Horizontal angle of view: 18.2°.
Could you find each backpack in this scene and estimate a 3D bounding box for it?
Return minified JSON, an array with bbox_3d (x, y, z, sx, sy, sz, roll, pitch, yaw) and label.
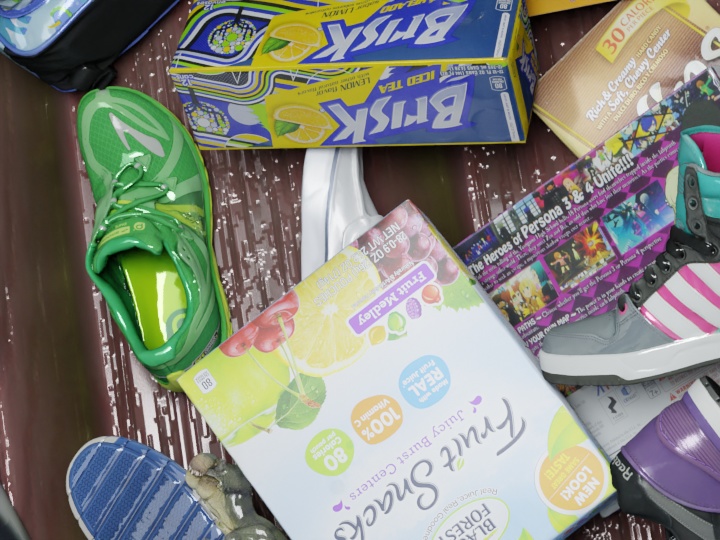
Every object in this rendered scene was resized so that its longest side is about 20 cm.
[{"bbox_3d":[-0.201,-0.240,1.396,0.183,0.147,0.200,-46,67,0],"label":"backpack"}]

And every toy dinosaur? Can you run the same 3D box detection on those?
[{"bbox_3d":[-0.055,0.196,1.253,0.088,0.047,0.200,-37,80,-2],"label":"toy dinosaur"}]

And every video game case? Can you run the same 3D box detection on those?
[{"bbox_3d":[0.170,0.014,1.250,0.200,0.036,0.181,-37,78,32],"label":"video game case"}]

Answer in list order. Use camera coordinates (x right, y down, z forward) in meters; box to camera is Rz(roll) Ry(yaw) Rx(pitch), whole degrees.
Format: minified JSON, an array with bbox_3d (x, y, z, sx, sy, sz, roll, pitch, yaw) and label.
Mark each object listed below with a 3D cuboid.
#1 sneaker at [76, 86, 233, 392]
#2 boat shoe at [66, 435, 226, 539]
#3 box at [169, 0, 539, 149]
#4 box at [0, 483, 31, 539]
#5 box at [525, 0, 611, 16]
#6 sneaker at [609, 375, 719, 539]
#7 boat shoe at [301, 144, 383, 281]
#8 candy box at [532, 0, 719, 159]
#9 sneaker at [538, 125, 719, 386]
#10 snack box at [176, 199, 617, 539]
[{"bbox_3d":[-0.128,-0.026,1.366,0.074,0.084,0.200,-22,74,12],"label":"sneaker"},{"bbox_3d":[-0.087,0.170,1.323,0.200,0.072,0.072,38,93,13],"label":"boat shoe"},{"bbox_3d":[-0.002,-0.115,1.293,0.200,0.070,0.064,-1,48,16],"label":"box"},{"bbox_3d":[-0.269,0.191,1.305,0.123,0.200,0.198,-35,73,8],"label":"box"},{"bbox_3d":[0.087,-0.198,1.332,0.200,0.041,0.119,-8,45,13],"label":"box"},{"bbox_3d":[0.210,0.152,1.210,0.088,0.076,0.200,-39,107,8],"label":"sneaker"},{"bbox_3d":[0.000,0.000,1.339,0.065,0.074,0.200,-1,87,7],"label":"boat shoe"},{"bbox_3d":[0.203,-0.066,1.293,0.115,0.055,0.200,-44,72,6],"label":"candy box"},{"bbox_3d":[0.173,-0.012,1.169,0.200,0.084,0.121,-14,96,25],"label":"sneaker"},{"bbox_3d":[0.025,0.090,1.255,0.169,0.068,0.200,-38,80,5],"label":"snack box"}]
